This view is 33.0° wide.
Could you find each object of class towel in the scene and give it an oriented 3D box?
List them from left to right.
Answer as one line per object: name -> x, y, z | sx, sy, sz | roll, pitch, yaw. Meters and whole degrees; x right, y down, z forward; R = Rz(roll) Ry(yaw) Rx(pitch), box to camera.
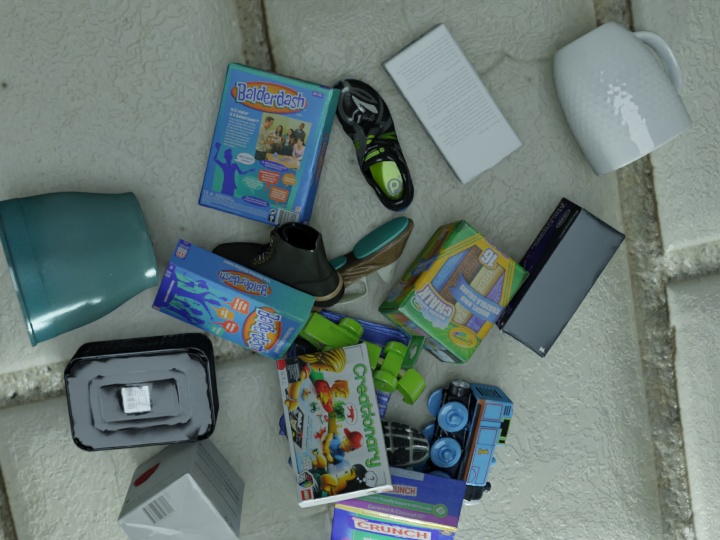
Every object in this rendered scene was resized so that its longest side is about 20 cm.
towel -> -0.023, 0.165, 1.766 | 0.145, 0.024, 0.200 | 16, 99, -5

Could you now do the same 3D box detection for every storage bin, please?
storage bin -> -0.305, 0.170, 1.717 | 0.200, 0.094, 0.135 | -5, 101, -3

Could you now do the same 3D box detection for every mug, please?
mug -> 0.362, -0.252, 1.661 | 0.200, 0.148, 0.176 | -32, 94, -28

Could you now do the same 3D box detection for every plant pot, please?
plant pot -> -0.378, -0.021, 1.637 | 0.188, 0.200, 0.200 | -17, 101, -15

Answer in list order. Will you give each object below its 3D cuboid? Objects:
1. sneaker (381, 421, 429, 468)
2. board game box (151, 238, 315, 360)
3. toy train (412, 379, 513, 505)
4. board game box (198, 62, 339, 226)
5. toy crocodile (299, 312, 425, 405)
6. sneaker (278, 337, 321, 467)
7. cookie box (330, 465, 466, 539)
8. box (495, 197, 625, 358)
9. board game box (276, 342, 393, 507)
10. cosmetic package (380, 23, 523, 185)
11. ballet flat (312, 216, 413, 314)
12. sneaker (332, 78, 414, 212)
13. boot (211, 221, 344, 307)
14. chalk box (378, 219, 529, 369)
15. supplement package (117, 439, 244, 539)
sneaker -> 0.010, 0.274, 1.752 | 0.200, 0.078, 0.080 | -15, 133, 21
board game box -> -0.177, 0.044, 1.675 | 0.200, 0.152, 0.045 | 23, 59, -7
toy train -> 0.148, 0.256, 1.762 | 0.114, 0.087, 0.200 | 9, 102, -13
board game box -> -0.125, -0.168, 1.660 | 0.152, 0.045, 0.200 | 17, 102, 11
toy crocodile -> 0.003, 0.123, 1.723 | 0.200, 0.062, 0.068 | 27, 61, -3
sneaker -> -0.083, 0.196, 1.719 | 0.078, 0.075, 0.200 | -13, 78, 38
cookie box -> 0.049, 0.346, 1.705 | 0.171, 0.200, 0.075 | 11, 58, 4
box -> 0.269, 0.007, 1.693 | 0.079, 0.141, 0.200 | 32, 97, -9
board game box -> -0.035, 0.206, 1.630 | 0.126, 0.035, 0.200 | -12, 69, 2
cosmetic package -> 0.125, -0.229, 1.676 | 0.101, 0.071, 0.200 | -34, 100, 3
ballet flat -> 0.000, 0.000, 1.719 | 0.200, 0.068, 0.072 | -32, 114, 4
sneaker -> 0.023, -0.174, 1.674 | 0.071, 0.083, 0.200 | -24, 97, 2
boot -> -0.123, -0.030, 1.643 | 0.200, 0.138, 0.078 | 10, 59, 17
chalk box -> 0.112, 0.048, 1.677 | 0.124, 0.124, 0.200 | 40, 79, -9
supplement package -> -0.245, 0.323, 1.693 | 0.121, 0.200, 0.120 | -35, 101, 3
